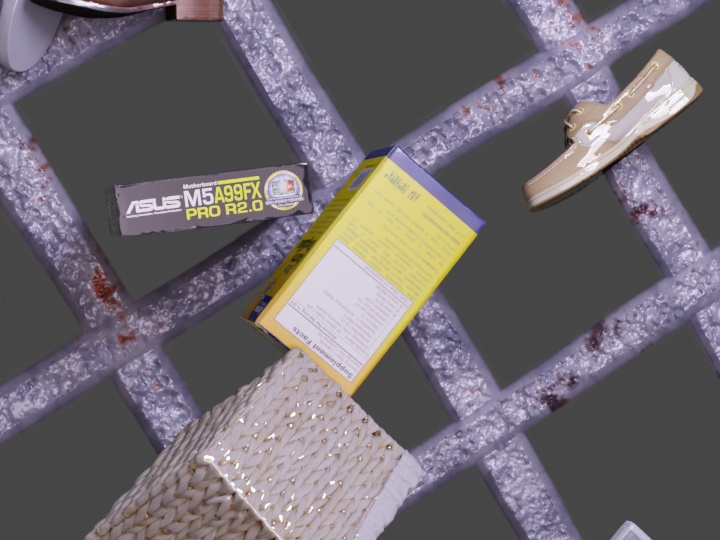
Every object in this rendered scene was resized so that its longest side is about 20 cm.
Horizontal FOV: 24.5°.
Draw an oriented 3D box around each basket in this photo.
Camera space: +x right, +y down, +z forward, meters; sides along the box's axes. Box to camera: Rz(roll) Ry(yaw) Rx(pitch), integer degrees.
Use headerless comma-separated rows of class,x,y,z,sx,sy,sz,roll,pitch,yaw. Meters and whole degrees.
basket,-0.090,0.200,1.397,0.198,0.200,0.161,-37,96,36

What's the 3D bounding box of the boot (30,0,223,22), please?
boot,-0.200,-0.321,1.447,0.185,0.064,0.202,-2,96,-32

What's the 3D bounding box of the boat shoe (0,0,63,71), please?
boat shoe,-0.290,-0.276,1.446,0.056,0.069,0.202,17,98,25

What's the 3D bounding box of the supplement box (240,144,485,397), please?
supplement box,0.000,0.000,1.483,0.109,0.109,0.200,40,84,-9

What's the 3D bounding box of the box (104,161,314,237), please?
box,-0.133,-0.059,1.409,0.159,0.200,0.045,-7,93,-10

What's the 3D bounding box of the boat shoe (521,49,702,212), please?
boat shoe,0.223,-0.130,1.547,0.199,0.074,0.067,-36,85,-9

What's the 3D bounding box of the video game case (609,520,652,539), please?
video game case,0.270,0.373,1.590,0.200,0.023,0.182,42,84,-9
